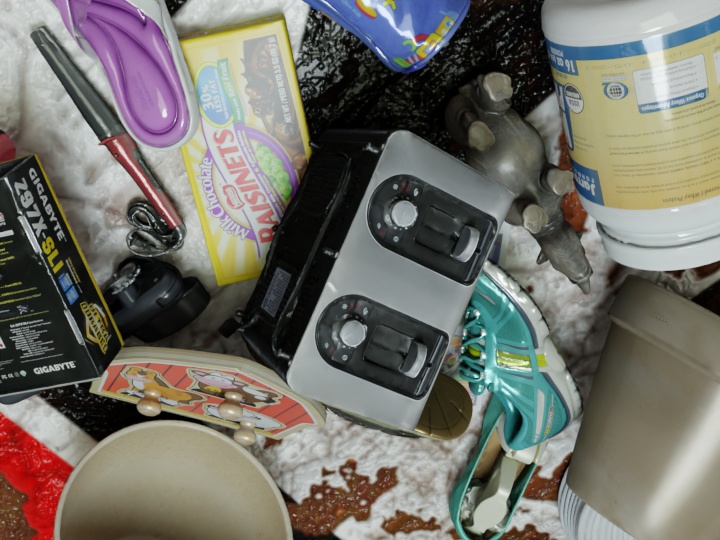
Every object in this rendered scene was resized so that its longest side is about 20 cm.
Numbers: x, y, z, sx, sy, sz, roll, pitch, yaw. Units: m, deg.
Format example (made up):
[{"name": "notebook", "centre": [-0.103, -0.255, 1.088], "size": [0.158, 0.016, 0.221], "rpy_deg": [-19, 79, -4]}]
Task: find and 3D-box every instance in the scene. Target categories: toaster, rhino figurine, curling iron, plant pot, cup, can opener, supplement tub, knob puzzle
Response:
[{"name": "toaster", "centre": [0.000, 0.000, 0.723], "size": [0.118, 0.200, 0.182], "rpy_deg": [24, 89, -20]}, {"name": "rhino figurine", "centre": [0.130, -0.063, 0.779], "size": [0.060, 0.087, 0.201], "rpy_deg": [-34, 106, 0]}, {"name": "curling iron", "centre": [-0.195, -0.093, 0.776], "size": [0.049, 0.026, 0.201], "rpy_deg": [-25, 115, 3]}, {"name": "plant pot", "centre": [0.256, 0.127, 0.804], "size": [0.199, 0.200, 0.175], "rpy_deg": [30, 92, -18]}, {"name": "cup", "centre": [-0.174, 0.251, 0.869], "size": [0.198, 0.202, 0.144], "rpy_deg": [21, 138, -14]}, {"name": "can opener", "centre": [-0.220, 0.055, 0.824], "size": [0.199, 0.064, 0.079], "rpy_deg": [-30, 115, 8]}, {"name": "supplement tub", "centre": [0.219, -0.117, 0.737], "size": [0.143, 0.145, 0.202], "rpy_deg": [-17, 115, 3]}, {"name": "knob puzzle", "centre": [-0.120, 0.104, 0.799], "size": [0.217, 0.031, 0.220], "rpy_deg": [10, 158, 4]}]

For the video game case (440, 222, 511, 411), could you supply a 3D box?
[{"name": "video game case", "centre": [0.047, 0.029, 0.861], "size": [0.141, 0.018, 0.202], "rpy_deg": [3, 115, -6]}]

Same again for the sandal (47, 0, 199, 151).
[{"name": "sandal", "centre": [-0.175, -0.178, 0.709], "size": [0.082, 0.050, 0.204], "rpy_deg": [-27, 104, 16]}]

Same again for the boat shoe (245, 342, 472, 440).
[{"name": "boat shoe", "centre": [-0.007, 0.095, 0.839], "size": [0.198, 0.074, 0.065], "rpy_deg": [26, 151, 0]}]

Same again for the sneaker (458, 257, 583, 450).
[{"name": "sneaker", "centre": [0.113, 0.062, 0.818], "size": [0.079, 0.077, 0.201], "rpy_deg": [-33, 109, -6]}]

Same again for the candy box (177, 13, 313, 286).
[{"name": "candy box", "centre": [-0.087, -0.089, 0.789], "size": [0.101, 0.026, 0.202], "rpy_deg": [-10, 116, 3]}]

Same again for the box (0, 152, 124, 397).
[{"name": "box", "centre": [-0.291, 0.016, 0.726], "size": [0.198, 0.049, 0.161], "rpy_deg": [-11, 114, 18]}]

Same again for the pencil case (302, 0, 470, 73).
[{"name": "pencil case", "centre": [-0.019, -0.217, 0.704], "size": [0.199, 0.078, 0.087], "rpy_deg": [33, 79, -18]}]

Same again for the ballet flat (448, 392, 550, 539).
[{"name": "ballet flat", "centre": [0.136, 0.167, 0.905], "size": [0.067, 0.071, 0.202], "rpy_deg": [16, 112, -10]}]

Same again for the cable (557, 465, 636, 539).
[{"name": "cable", "centre": [0.289, 0.223, 0.946], "size": [0.199, 0.069, 0.201], "rpy_deg": [-31, 114, 9]}]

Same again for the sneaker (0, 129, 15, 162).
[{"name": "sneaker", "centre": [-0.273, -0.014, 0.776], "size": [0.086, 0.074, 0.202], "rpy_deg": [20, 121, 1]}]
